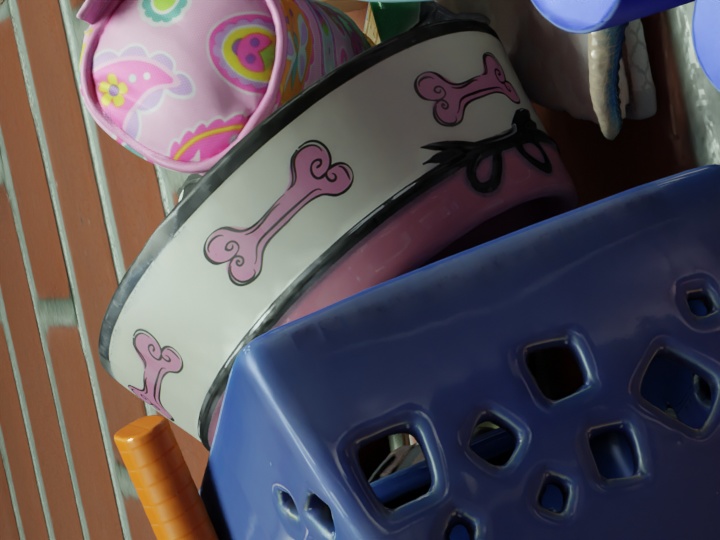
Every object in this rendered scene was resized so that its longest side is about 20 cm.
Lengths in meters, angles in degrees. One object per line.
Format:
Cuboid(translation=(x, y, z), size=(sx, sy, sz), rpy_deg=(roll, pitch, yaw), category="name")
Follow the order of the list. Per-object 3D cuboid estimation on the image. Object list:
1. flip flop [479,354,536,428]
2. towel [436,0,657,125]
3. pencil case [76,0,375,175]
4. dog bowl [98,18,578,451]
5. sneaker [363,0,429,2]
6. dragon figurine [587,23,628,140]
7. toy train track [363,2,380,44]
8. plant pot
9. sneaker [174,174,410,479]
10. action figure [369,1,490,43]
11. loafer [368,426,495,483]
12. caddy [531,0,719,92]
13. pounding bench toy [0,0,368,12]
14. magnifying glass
Cuboid(translation=(0.037, 0.045, 1.085), size=(0.200, 0.058, 0.081), rpy_deg=(-141, 44, -65), category="flip flop")
Cuboid(translation=(0.057, -0.164, 0.924), size=(0.200, 0.032, 0.191), rpy_deg=(-147, 46, -66), category="towel")
Cuboid(translation=(-0.044, -0.074, 0.913), size=(0.200, 0.087, 0.087), rpy_deg=(7, -112, -75), category="pencil case")
Cuboid(translation=(0.000, 0.000, 0.891), size=(0.074, 0.200, 0.200), rpy_deg=(49, 153, 17), category="dog bowl")
Cuboid(translation=(0.049, -0.143, 0.575), size=(0.200, 0.080, 0.131), rpy_deg=(-7, 110, 42), category="sneaker")
Cuboid(translation=(0.088, -0.142, 0.797), size=(0.200, 0.099, 0.059), rpy_deg=(63, 166, -22), category="dragon figurine")
Cuboid(translation=(0.018, -0.101, 1.096), size=(0.115, 0.033, 0.200), rpy_deg=(-111, 24, -45), category="toy train track")
Cuboid(translation=(0.068, 0.108, 0.828), size=(0.180, 0.200, 0.200), rpy_deg=(61, 159, 23), category="plant pot")
Cuboid(translation=(-0.024, 0.030, 1.144), size=(0.200, 0.074, 0.079), rpy_deg=(62, 177, -20), category="sneaker")
Cuboid(translation=(-0.002, -0.176, 0.948), size=(0.118, 0.055, 0.200), rpy_deg=(106, 143, -77), category="action figure")
Cuboid(translation=(0.001, 0.146, 0.963), size=(0.063, 0.200, 0.072), rpy_deg=(-2, 131, 44), category="loafer")
Cuboid(translation=(0.117, -0.144, 0.646), size=(0.141, 0.105, 0.200), rpy_deg=(28, 133, 36), category="caddy")
Cuboid(translation=(-0.099, -0.203, 1.095), size=(0.156, 0.200, 0.124), rpy_deg=(101, 151, -53), category="pounding bench toy")
Cuboid(translation=(-0.040, 0.145, 0.838), size=(0.200, 0.022, 0.080), rpy_deg=(66, 159, -11), category="magnifying glass")
